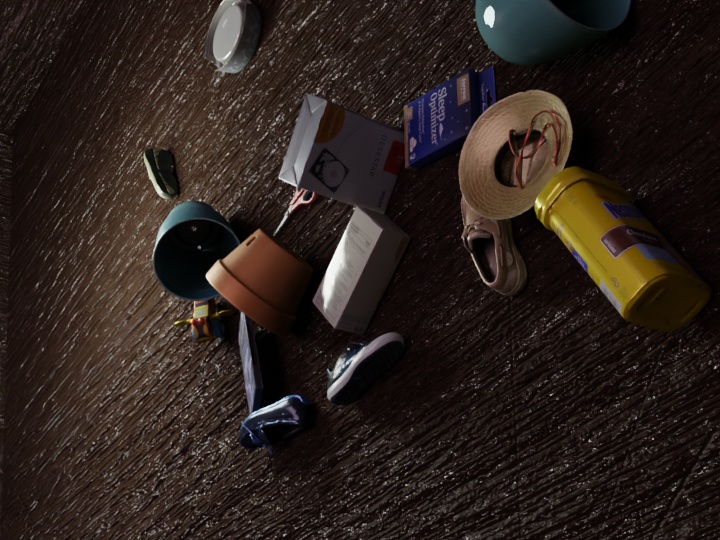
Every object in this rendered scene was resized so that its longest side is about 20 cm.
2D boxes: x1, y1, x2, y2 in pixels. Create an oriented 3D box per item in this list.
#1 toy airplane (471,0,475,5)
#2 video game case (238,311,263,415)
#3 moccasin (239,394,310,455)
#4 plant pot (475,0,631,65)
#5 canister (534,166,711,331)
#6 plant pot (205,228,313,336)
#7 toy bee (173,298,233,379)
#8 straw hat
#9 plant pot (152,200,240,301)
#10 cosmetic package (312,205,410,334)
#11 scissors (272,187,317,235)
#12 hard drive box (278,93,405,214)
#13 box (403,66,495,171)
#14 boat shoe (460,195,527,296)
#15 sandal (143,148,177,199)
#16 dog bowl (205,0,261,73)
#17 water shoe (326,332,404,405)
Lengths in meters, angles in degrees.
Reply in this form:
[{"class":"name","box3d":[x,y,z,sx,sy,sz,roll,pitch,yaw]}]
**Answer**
[{"class":"toy airplane","box3d":[0.209,-0.527,1.398,0.200,0.140,0.201,43,112,50]},{"class":"video game case","box3d":[-0.227,0.187,1.786,0.144,0.019,0.202,106,154,-53]},{"class":"moccasin","box3d":[-0.174,0.305,1.672,0.200,0.080,0.069,-41,37,39]},{"class":"plant pot","box3d":[0.260,-0.393,1.251,0.161,0.198,0.204,-32,53,56]},{"class":"canister","box3d":[0.324,-0.026,1.076,0.087,0.147,0.201,-53,44,26]},{"class":"plant pot","box3d":[-0.185,0.014,1.712,0.141,0.199,0.200,-52,40,3]},{"class":"toy bee","box3d":[-0.342,0.119,1.937,0.130,0.109,0.201,-29,51,-12]},{"class":"straw hat","box3d":[0.246,-0.158,1.272,0.199,0.084,0.204,-17,66,43]},{"class":"plant pot","box3d":[-0.377,-0.062,1.988,0.202,0.198,0.188,-62,24,17]},{"class":"cosmetic package","box3d":[0.000,0.000,1.554,0.105,0.070,0.202,47,116,49]},{"class":"scissors","box3d":[-0.147,-0.134,1.845,0.200,0.014,0.074,-41,51,39]},{"class":"hard drive box","box3d":[-0.026,-0.204,1.550,0.077,0.198,0.158,29,102,52]},{"class":"box","box3d":[0.148,-0.261,1.481,0.199,0.032,0.123,-22,61,47]},{"class":"boat shoe","box3d":[0.192,-0.054,1.325,0.071,0.064,0.202,-48,45,32]},{"class":"sandal","box3d":[-0.549,-0.262,2.367,0.058,0.079,0.203,-60,38,41]},{"class":"dog bowl","box3d":[-0.317,-0.590,2.181,0.199,0.058,0.203,-22,61,47]},{"class":"water shoe","box3d":[-0.003,0.153,1.508,0.200,0.071,0.080,-47,43,33]}]
